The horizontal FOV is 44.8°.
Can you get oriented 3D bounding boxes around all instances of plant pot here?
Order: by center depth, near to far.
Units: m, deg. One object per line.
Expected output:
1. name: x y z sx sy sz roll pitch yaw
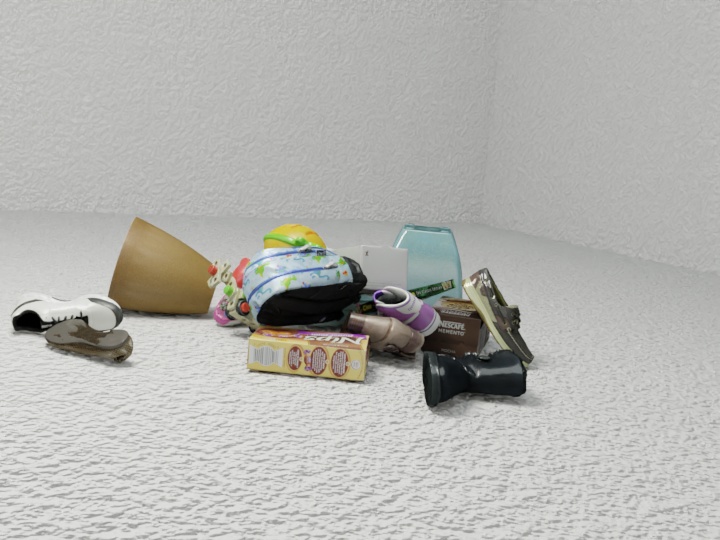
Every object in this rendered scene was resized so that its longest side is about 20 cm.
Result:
1. plant pot: -0.391 0.012 1.779 0.197 0.190 0.186 18 7 -8
2. plant pot: 0.147 0.000 2.018 0.192 0.204 0.196 6 9 4

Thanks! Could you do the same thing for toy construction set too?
1. toy construction set: -0.205 0.050 1.689 0.198 0.133 0.092 25 -34 -25

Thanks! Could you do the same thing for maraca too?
1. maraca: -0.114 -0.033 1.687 0.136 0.108 0.199 31 -15 -31

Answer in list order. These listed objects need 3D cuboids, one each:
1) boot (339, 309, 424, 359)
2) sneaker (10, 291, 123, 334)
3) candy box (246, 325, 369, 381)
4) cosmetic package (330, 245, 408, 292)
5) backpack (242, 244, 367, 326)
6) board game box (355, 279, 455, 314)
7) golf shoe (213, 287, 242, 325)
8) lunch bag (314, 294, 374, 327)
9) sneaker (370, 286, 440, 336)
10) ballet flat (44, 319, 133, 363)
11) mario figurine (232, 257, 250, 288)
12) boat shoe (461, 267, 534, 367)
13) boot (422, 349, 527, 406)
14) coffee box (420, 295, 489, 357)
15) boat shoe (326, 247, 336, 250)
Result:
1. boot: 0.037 0.125 1.606 0.144 0.071 0.200 20 -11 -4
2. sneaker: -0.522 0.087 1.547 0.196 0.075 0.080 1 23 -1
3. candy box: -0.085 0.138 1.474 0.196 0.058 0.117 4 7 3
4. cosmetic package: 0.000 0.000 1.706 0.106 0.087 0.199 5 -4 -26
5. backpack: -0.115 0.031 1.556 0.198 0.155 0.163 -21 -17 -42
6. board game box: 0.094 0.055 1.803 0.198 0.024 0.104 -12 -10 -40
7. golf shoe: -0.225 0.073 1.794 0.075 0.092 0.199 40 45 19
8. lunch bag: -0.051 0.070 1.858 0.197 0.079 0.159 -1 11 -35
9. sneaker: 0.050 0.074 1.647 0.114 0.074 0.199 37 -30 -26
10. ballet flat: -0.447 0.120 1.442 0.197 0.047 0.068 4 38 32
11. mario figurine: -0.195 0.035 1.919 0.197 0.125 0.106 -2 31 -26
12. boat shoe: 0.267 0.085 1.633 0.202 0.066 0.072 56 19 15
13. boot: 0.182 0.167 1.379 0.165 0.078 0.200 2 3 2
14. coffee box: 0.195 0.111 1.734 0.111 0.081 0.200 8 9 13
15. boat shoe: -0.007 0.011 1.853 0.196 0.074 0.067 11 39 -1
